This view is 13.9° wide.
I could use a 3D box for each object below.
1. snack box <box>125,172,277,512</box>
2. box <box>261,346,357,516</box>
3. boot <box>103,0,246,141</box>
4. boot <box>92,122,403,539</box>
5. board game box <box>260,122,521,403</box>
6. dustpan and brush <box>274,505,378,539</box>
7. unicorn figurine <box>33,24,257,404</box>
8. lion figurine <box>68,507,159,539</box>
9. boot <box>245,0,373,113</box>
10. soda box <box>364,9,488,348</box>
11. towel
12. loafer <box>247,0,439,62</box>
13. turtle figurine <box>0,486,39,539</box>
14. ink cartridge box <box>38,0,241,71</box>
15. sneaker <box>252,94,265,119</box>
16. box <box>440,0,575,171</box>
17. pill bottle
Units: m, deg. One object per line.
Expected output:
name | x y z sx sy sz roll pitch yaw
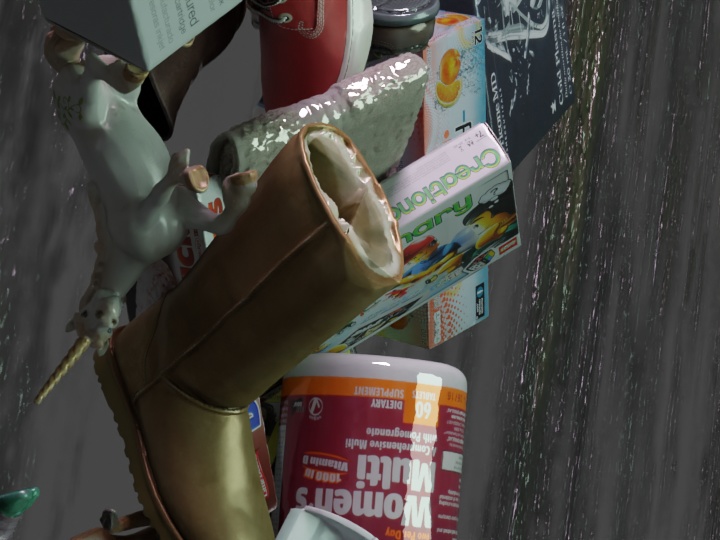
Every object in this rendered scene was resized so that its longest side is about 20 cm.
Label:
snack box | -0.094 0.040 1.639 0.024 0.072 0.201 -31 119 -45
box | -0.050 0.106 1.792 0.200 0.050 0.076 -68 150 -48
boot | -0.105 -0.193 1.622 0.167 0.072 0.201 -70 155 -49
boot | -0.047 0.051 1.534 0.066 0.200 0.176 -9 64 -50
board game box | 0.000 0.000 1.720 0.035 0.199 0.126 56 -7 22
dustpan and brush | 0.021 0.232 1.617 0.200 0.057 0.140 33 77 -32
unicorn figurine | -0.119 -0.046 1.529 0.074 0.137 0.201 0 73 -37
lion figurine | -0.098 0.199 1.613 0.122 0.072 0.201 -32 127 -51
boot | -0.061 -0.159 1.614 0.144 0.072 0.201 -19 123 -45
soda box | 0.035 -0.059 1.819 0.068 0.063 0.201 -26 123 -47
towel | -0.035 -0.045 1.674 0.035 0.132 0.200 54 -27 20
loafer | -0.012 -0.152 1.747 0.072 0.200 0.063 -12 115 -26
turtle figurine | -0.163 0.210 1.409 0.150 0.100 0.201 -29 102 -84
ink cartridge box | -0.074 -0.218 1.449 0.200 0.083 0.146 -40 139 -28
sneaker | -0.015 -0.045 1.879 0.073 0.072 0.200 -57 143 -12
box | 0.055 -0.176 1.996 0.197 0.123 0.201 -46 131 -60
pill bottle | 0.002 0.153 1.703 0.110 0.109 0.201 22 70 -68
